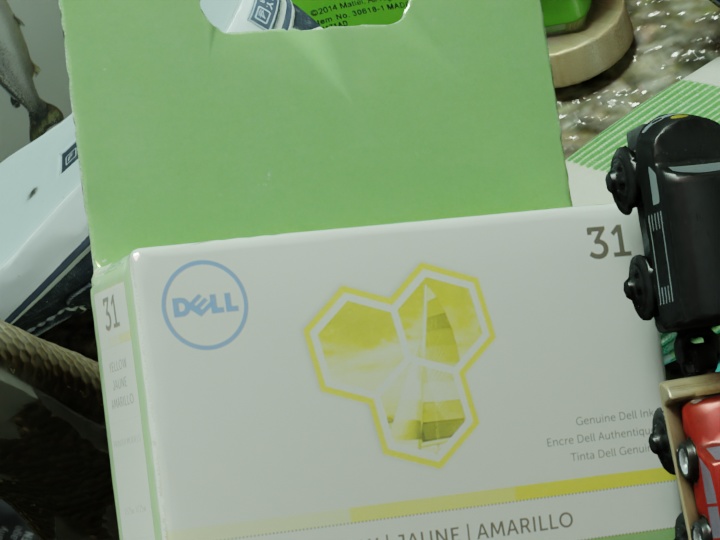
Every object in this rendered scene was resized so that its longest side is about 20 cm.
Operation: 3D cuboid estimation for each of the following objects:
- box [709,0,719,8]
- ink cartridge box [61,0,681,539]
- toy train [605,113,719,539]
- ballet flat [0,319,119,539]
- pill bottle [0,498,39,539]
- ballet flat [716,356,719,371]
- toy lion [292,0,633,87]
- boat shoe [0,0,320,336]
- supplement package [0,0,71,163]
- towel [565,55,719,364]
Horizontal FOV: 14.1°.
[{"bbox_3d":[0.177,-0.171,0.966,0.200,0.070,0.064,-55,39,5],"label":"box"},{"bbox_3d":[0.002,-0.007,0.769,0.145,0.200,0.048,-5,-5,-21],"label":"ink cartridge box"},{"bbox_3d":[0.097,0.058,0.735,0.034,0.200,0.046,-8,-5,-14],"label":"toy train"},{"bbox_3d":[-0.089,0.045,0.827,0.067,0.200,0.046,-37,61,12],"label":"ballet flat"},{"bbox_3d":[-0.191,0.036,0.867,0.106,0.200,0.106,-31,45,37],"label":"pill bottle"},{"bbox_3d":[0.155,0.025,0.809,0.200,0.072,0.072,-36,34,17],"label":"ballet flat"},{"bbox_3d":[0.036,-0.138,1.087,0.200,0.069,0.192,-9,33,21],"label":"toy lion"},{"bbox_3d":[-0.071,-0.011,0.989,0.200,0.091,0.071,-40,30,27],"label":"boat shoe"},{"bbox_3d":[-0.162,-0.109,1.108,0.117,0.117,0.200,18,55,42],"label":"supplement package"},{"bbox_3d":[0.082,-0.004,0.900,0.200,0.023,0.153,-38,23,-14],"label":"towel"}]
